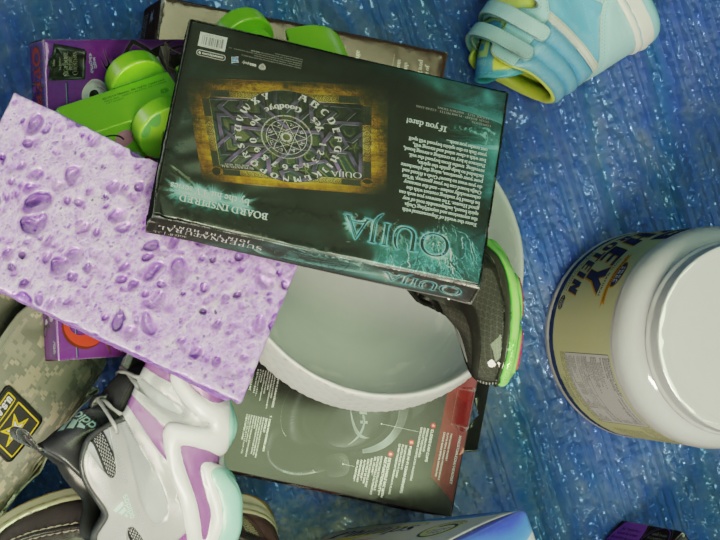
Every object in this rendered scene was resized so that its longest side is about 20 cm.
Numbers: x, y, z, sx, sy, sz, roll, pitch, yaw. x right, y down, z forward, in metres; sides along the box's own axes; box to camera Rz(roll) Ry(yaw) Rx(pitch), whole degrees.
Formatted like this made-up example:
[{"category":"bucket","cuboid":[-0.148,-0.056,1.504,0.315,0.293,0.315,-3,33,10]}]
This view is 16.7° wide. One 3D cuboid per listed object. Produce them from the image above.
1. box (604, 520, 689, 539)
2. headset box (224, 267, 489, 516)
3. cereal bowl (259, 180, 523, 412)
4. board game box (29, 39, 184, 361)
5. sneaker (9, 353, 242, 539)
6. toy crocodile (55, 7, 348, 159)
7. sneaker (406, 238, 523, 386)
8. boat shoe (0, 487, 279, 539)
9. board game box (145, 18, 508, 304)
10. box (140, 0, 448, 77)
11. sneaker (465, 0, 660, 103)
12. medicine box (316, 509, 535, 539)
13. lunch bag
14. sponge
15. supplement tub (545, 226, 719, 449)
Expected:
[{"category":"box","cuboid":[0.231,0.280,1.679,0.200,0.122,0.106,45,79,-9]},{"category":"headset box","cuboid":[-0.008,0.077,1.642,0.199,0.077,0.149,12,85,-15]},{"category":"cereal bowl","cuboid":[0.000,0.000,1.565,0.200,0.083,0.201,6,67,-16]},{"category":"board game box","cuboid":[-0.146,-0.046,1.549,0.120,0.032,0.201,-4,91,-26]},{"category":"sneaker","cuboid":[-0.146,0.080,1.494,0.140,0.078,0.201,-3,89,-22]},{"category":"toy crocodile","cuboid":[-0.097,-0.107,1.520,0.200,0.068,0.062,-23,135,-18]},{"category":"sneaker","cuboid":[0.036,-0.009,1.501,0.084,0.077,0.200,-21,67,-19]},{"category":"boat shoe","cuboid":[-0.141,0.181,1.558,0.199,0.065,0.072,1,115,-24]},{"category":"board game box","cuboid":[-0.018,-0.065,1.455,0.199,0.028,0.136,13,65,-6]},{"category":"box","cuboid":[-0.051,-0.113,1.638,0.199,0.075,0.100,10,87,-16]},{"category":"sneaker","cuboid":[0.104,-0.203,1.676,0.130,0.080,0.200,-40,98,-13]},{"category":"medicine box","cuboid":[0.044,0.268,1.588,0.103,0.182,0.201,-22,96,-39]},{"category":"lunch bag","cuboid":[-0.275,0.066,1.553,0.200,0.118,0.164,38,74,-15]},{"category":"sponge","cuboid":[-0.139,-0.012,1.456,0.200,0.030,0.112,25,81,-8]},{"category":"supplement tub","cuboid":[0.219,0.044,1.639,0.145,0.200,0.145,0,89,-15]}]
